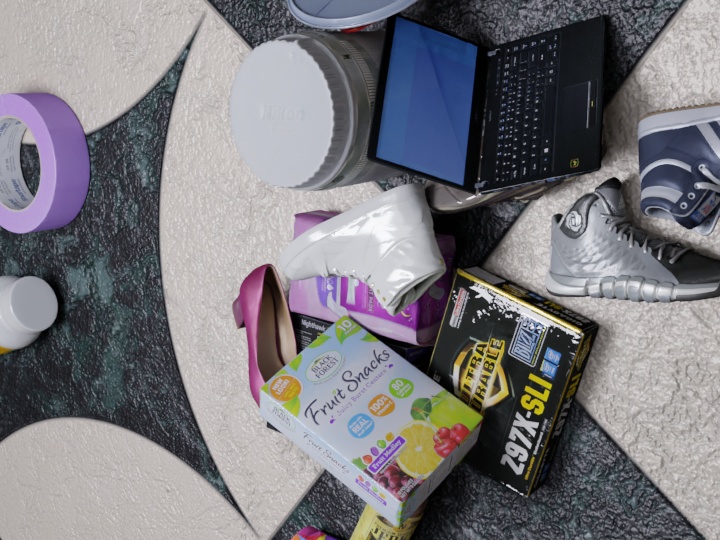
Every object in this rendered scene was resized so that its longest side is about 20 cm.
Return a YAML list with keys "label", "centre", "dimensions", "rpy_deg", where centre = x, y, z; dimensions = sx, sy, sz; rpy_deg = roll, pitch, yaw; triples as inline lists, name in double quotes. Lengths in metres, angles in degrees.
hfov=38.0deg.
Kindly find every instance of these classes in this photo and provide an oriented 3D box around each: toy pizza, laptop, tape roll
- label: "toy pizza"
  centre: [0.017, -0.312, 1.092]
  dimensions: [0.198, 0.201, 0.032]
  rpy_deg: [10, 146, 35]
- label: "laptop"
  centre: [0.124, -0.176, 1.005]
  dimensions: [0.198, 0.103, 0.180]
  rpy_deg: [-9, 60, 33]
- label: "tape roll"
  centre: [-0.488, -0.159, 1.543]
  dimensions: [0.198, 0.065, 0.203]
  rpy_deg: [7, 102, 35]

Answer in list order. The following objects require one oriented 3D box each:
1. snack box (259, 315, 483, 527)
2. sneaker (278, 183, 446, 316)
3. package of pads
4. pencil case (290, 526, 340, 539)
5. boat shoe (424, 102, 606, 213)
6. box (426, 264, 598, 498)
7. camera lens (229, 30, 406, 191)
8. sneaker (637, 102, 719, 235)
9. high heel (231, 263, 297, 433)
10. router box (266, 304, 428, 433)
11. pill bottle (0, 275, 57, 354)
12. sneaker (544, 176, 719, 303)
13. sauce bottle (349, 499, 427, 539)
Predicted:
- label: "snack box"
  centre: [0.010, 0.155, 1.112]
  dimensions: [0.199, 0.142, 0.053]
  rpy_deg: [35, 143, 24]
- label: "sneaker"
  centre: [0.000, 0.000, 1.108]
  dimensions: [0.199, 0.073, 0.117]
  rpy_deg: [-26, 77, 35]
- label: "package of pads"
  centre: [0.009, 0.006, 1.196]
  dimensions: [0.198, 0.075, 0.122]
  rpy_deg: [13, 109, 34]
- label: "pencil case"
  centre: [-0.006, 0.388, 1.272]
  dimensions: [0.198, 0.088, 0.090]
  rpy_deg: [21, 110, 33]
- label: "boat shoe"
  centre: [0.158, -0.097, 1.058]
  dimensions: [0.198, 0.073, 0.075]
  rpy_deg: [-19, 53, 31]
- label: "box"
  centre: [0.151, 0.118, 1.128]
  dimensions: [0.158, 0.049, 0.203]
  rpy_deg: [27, 113, 28]
- label: "camera lens"
  centre: [-0.019, -0.170, 1.103]
  dimensions: [0.158, 0.199, 0.163]
  rpy_deg: [10, 107, 37]
- label: "sneaker"
  centre: [0.335, -0.093, 0.919]
  dimensions: [0.198, 0.070, 0.110]
  rpy_deg: [-5, 70, 43]
- label: "high heel"
  centre: [-0.096, 0.095, 1.220]
  dimensions: [0.202, 0.067, 0.096]
  rpy_deg: [62, 142, 16]
- label: "router box"
  centre: [-0.019, 0.139, 1.254]
  dimensions: [0.198, 0.052, 0.160]
  rpy_deg: [16, 107, 34]
- label: "pill bottle"
  centre: [-0.556, 0.072, 1.605]
  dimensions: [0.198, 0.112, 0.114]
  rpy_deg: [-17, 88, 37]
- label: "sneaker"
  centre: [0.264, -0.032, 1.002]
  dimensions: [0.198, 0.075, 0.117]
  rpy_deg: [1, 96, 37]
- label: "sauce bottle"
  centre: [0.037, 0.270, 1.182]
  dimensions: [0.065, 0.064, 0.202]
  rpy_deg: [39, 130, 25]
